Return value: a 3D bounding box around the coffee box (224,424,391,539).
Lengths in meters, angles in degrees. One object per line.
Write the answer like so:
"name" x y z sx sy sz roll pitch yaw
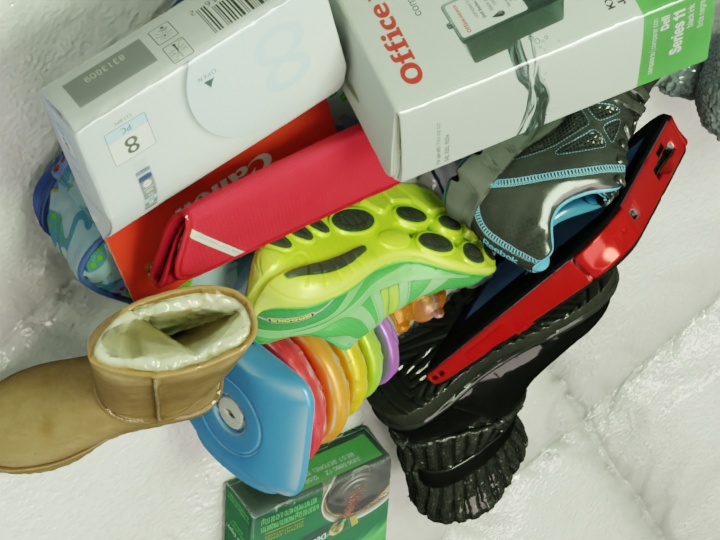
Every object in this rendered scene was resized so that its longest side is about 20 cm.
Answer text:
"coffee box" -0.040 0.213 1.922 0.123 0.044 0.200 -21 138 -26

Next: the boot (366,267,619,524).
"boot" 0.106 0.079 1.889 0.211 0.080 0.158 -32 138 -2

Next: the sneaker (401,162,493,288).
"sneaker" 0.029 -0.055 1.709 0.071 0.073 0.200 -28 133 -2

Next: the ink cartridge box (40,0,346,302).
"ink cartridge box" -0.078 -0.067 1.475 0.160 0.047 0.200 -34 141 -13

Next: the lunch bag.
"lunch bag" -0.087 -0.066 1.573 0.161 0.082 0.200 19 113 -48

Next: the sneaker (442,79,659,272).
"sneaker" 0.145 -0.082 1.645 0.200 0.082 0.073 -45 165 -10

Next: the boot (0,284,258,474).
"boot" -0.154 0.062 1.565 0.175 0.066 0.200 -19 172 -10

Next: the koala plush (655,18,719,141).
"koala plush" 0.304 -0.153 1.767 0.200 0.177 0.184 -48 163 2

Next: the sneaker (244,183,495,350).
"sneaker" 0.000 0.000 1.626 0.200 0.074 0.084 -10 146 -42

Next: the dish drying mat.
"dish drying mat" -0.032 -0.047 1.529 0.200 0.018 0.077 -25 154 -32

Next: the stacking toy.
"stacking toy" -0.017 0.052 1.756 0.200 0.116 0.110 -31 144 -36

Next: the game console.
"game console" 0.129 -0.018 1.731 0.177 0.031 0.200 -35 -170 32

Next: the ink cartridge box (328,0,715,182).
"ink cartridge box" 0.079 -0.158 1.489 0.199 0.147 0.083 -23 155 -9
